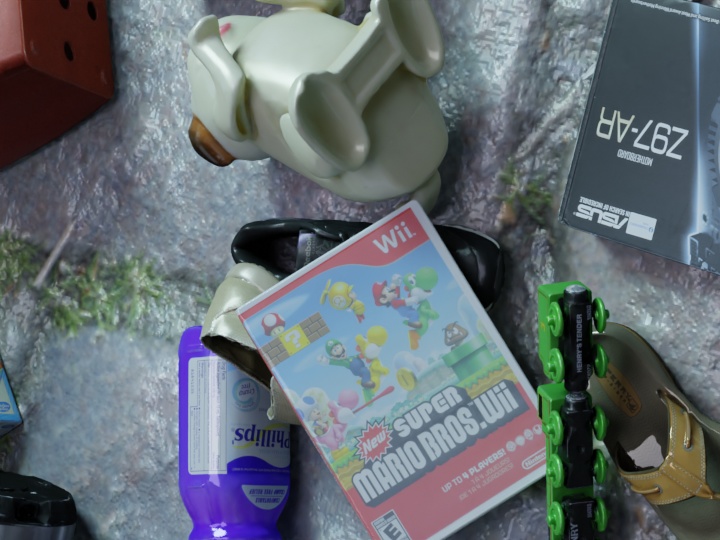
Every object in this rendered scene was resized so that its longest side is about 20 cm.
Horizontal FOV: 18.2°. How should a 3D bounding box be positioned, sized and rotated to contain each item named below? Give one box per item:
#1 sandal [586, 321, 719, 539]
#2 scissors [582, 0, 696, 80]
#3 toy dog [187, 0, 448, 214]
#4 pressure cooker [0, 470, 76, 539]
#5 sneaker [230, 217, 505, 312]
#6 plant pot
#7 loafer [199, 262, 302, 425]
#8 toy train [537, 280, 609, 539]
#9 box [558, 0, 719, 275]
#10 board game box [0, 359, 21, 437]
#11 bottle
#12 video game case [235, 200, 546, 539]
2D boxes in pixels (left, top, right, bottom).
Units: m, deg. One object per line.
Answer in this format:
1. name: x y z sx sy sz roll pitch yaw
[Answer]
1. sandal: 0.191 0.110 1.411 0.080 0.054 0.200 -51 60 19
2. scissors: 0.222 -0.182 1.447 0.073 0.014 0.200 48 111 29
3. toy dog: -0.037 -0.125 1.551 0.199 0.194 0.140 14 65 45
4. pressure cooker: -0.313 0.247 1.674 0.175 0.178 0.201 11 90 32
5. sneaker: 0.000 0.000 1.536 0.199 0.087 0.076 4 86 35
6. plant pot: -0.299 -0.189 1.717 0.175 0.200 0.201 -11 78 21
7. loafer: -0.030 0.081 1.528 0.200 0.076 0.068 40 68 13
8. toy train: 0.133 0.103 1.427 0.056 0.041 0.201 -133 39 -70
9. box: 0.233 -0.079 1.404 0.199 0.043 0.161 20 100 35
10. board game box: -0.357 0.060 1.712 0.034 0.200 0.135 -33 67 28
11. bottle: -0.089 0.139 1.585 0.065 0.083 0.201 -7 80 40
12. video game case: 0.029 0.075 1.478 0.143 0.017 0.201 -31 84 -3
